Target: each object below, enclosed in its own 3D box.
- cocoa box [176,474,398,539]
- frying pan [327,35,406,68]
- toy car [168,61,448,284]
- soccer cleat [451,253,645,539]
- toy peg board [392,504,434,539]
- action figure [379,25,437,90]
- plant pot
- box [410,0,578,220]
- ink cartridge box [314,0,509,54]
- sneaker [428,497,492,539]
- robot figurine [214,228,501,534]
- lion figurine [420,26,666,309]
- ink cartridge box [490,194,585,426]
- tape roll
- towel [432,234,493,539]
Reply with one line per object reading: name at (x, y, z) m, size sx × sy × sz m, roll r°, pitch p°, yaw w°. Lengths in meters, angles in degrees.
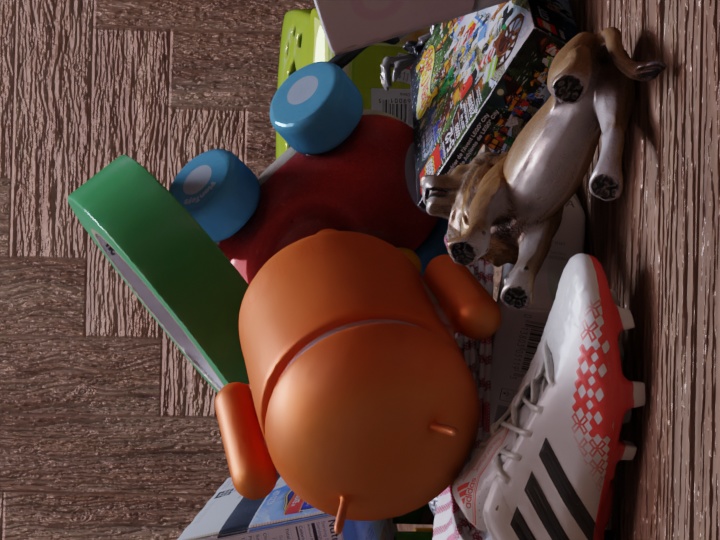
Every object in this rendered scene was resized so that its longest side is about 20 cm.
cocoa box at (-0.041, 0.224, 0.976) m, size 0.200 × 0.131 × 0.134 m, roll -33°, pitch -70°, yaw -83°
frying pan at (0.047, -0.196, 0.987) m, size 0.190 × 0.031 × 0.115 m, roll -50°, pitch 18°, yaw -23°
toy car at (0.000, 0.000, 0.886) m, size 0.184 × 0.177 × 0.200 m, roll 46°, pitch -174°, yaw -41°
soccer cleat at (0.089, 0.090, 0.653) m, size 0.069 × 0.085 × 0.201 m, roll -93°, pitch 4°, yaw -72°
toy peg board at (0.070, 0.242, 1.017) m, size 0.200 × 0.097 × 0.200 m, roll -90°, pitch 2°, yaw -55°
action figure at (0.076, -0.142, 1.054) m, size 0.119 × 0.102 × 0.201 m, roll -123°, pitch 31°, yaw -61°
plant pot at (0.029, -0.145, 1.221) m, size 0.181 × 0.199 × 0.200 m, roll -154°, pitch 65°, yaw -80°
box at (0.083, -0.136, 0.875) m, size 0.137 × 0.038 × 0.200 m, roll -57°, pitch 17°, yaw 28°
ink cartridge box at (0.030, -0.244, 0.761) m, size 0.057 × 0.162 × 0.201 m, roll -102°, pitch -6°, yaw -63°
sneaker at (0.088, 0.119, 0.943) m, size 0.200 × 0.114 × 0.076 m, roll 47°, pitch 130°, yaw 35°
robot figurine at (-0.004, 0.056, 0.719) m, size 0.200 × 0.143 × 0.117 m, roll -114°, pitch 24°, yaw -59°
lion figurine at (0.098, -0.063, 0.678) m, size 0.200 × 0.072 × 0.123 m, roll -49°, pitch 11°, yaw 41°
ink cartridge box at (0.113, -0.005, 0.848) m, size 0.161 × 0.050 × 0.200 m, roll 93°, pitch -170°, yaw -51°
tape roll at (-0.113, 0.016, 0.876) m, size 0.200 × 0.048 × 0.201 m, roll 48°, pitch 168°, yaw 14°
towel at (0.058, 0.092, 0.805) m, size 0.146 × 0.030 × 0.201 m, roll 92°, pitch -178°, yaw -61°
